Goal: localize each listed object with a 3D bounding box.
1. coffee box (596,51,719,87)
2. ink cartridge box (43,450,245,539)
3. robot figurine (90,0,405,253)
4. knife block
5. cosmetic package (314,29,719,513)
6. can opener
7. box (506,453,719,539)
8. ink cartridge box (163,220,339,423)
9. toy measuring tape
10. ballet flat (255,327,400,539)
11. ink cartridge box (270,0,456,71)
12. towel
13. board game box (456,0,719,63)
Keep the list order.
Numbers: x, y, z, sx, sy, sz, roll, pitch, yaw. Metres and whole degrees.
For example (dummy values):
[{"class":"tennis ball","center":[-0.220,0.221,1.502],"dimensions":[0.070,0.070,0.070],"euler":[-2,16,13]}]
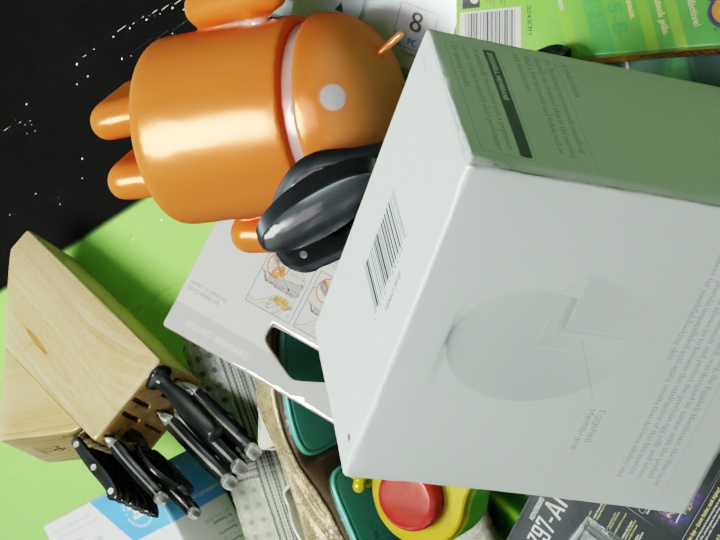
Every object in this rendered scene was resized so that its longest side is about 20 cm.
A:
[{"class":"coffee box","center":[0.169,-0.137,1.077],"dimensions":[0.199,0.044,0.124],"euler":[8,91,30]},{"class":"ink cartridge box","center":[-0.122,0.239,1.356],"dimensions":[0.116,0.068,0.201],"euler":[-29,87,34]},{"class":"robot figurine","center":[-0.058,-0.091,1.148],"dimensions":[0.199,0.117,0.145],"euler":[-6,72,20]},{"class":"knife block","center":[-0.150,0.066,1.297],"dimensions":[0.174,0.064,0.202],"euler":[-9,68,21]},{"class":"cosmetic package","center":[0.103,0.005,1.000],"dimensions":[0.198,0.123,0.200],"euler":[10,126,-17]},{"class":"can opener","center":[0.036,-0.057,1.061],"dimensions":[0.199,0.079,0.064],"euler":[-26,116,3]},{"class":"box","center":[0.193,0.131,1.148],"dimensions":[0.160,0.043,0.201],"euler":[34,118,20]},{"class":"ink cartridge box","center":[0.000,0.000,1.198],"dimensions":[0.199,0.045,0.177],"euler":[28,93,23]},{"class":"toy measuring tape","center":[0.075,0.137,1.167],"dimensions":[0.199,0.073,0.074],"euler":[8,107,29]},{"class":"ballet flat","center":[-0.033,0.121,1.241],"dimensions":[0.065,0.070,0.201],"euler":[-20,87,41]},{"class":"ink cartridge box","center":[0.015,-0.232,1.163],"dimensions":[0.159,0.047,0.201],"euler":[25,116,24]},{"class":"towel","center":[-0.012,0.118,1.285],"dimensions":[0.192,0.034,0.201],"euler":[-17,91,31]},{"class":"board game box","center":[0.144,-0.162,1.053],"dimensions":[0.199,0.030,0.096],"euler":[-2,86,32]}]
